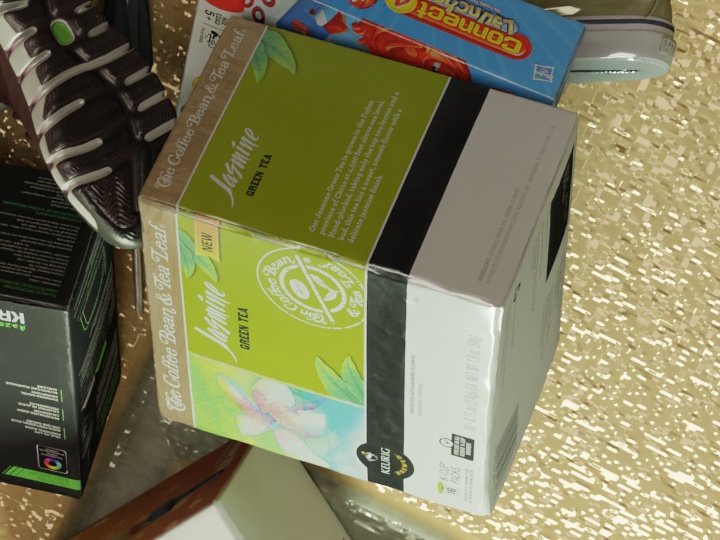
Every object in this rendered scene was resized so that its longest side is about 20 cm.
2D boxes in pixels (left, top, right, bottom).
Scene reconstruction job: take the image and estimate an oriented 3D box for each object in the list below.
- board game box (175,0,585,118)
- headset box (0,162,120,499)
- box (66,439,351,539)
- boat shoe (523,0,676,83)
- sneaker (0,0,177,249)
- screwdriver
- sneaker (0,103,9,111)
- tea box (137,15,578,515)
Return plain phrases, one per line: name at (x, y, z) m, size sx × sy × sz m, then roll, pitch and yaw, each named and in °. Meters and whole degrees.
board game box at (0.002, -0.089, 1.565) m, size 0.195 × 0.056 × 0.200 m, roll 22°, pitch 144°, yaw 4°
headset box at (-0.231, 0.030, 1.634) m, size 0.173 × 0.093 × 0.201 m, roll 12°, pitch 144°, yaw 5°
box at (-0.117, 0.197, 1.670) m, size 0.199 × 0.152 × 0.107 m, roll -32°, pitch 97°, yaw 16°
boat shoe at (0.076, -0.138, 1.594) m, size 0.198 × 0.072 × 0.063 m, roll 2°, pitch 77°, yaw 11°
sneaker at (-0.163, -0.094, 1.565) m, size 0.075 × 0.115 × 0.201 m, roll -23°, pitch 83°, yaw -23°
screwdriver at (-0.128, -0.069, 1.663) m, size 0.029 × 0.028 × 0.202 m, roll 6°, pitch 107°, yaw 39°
sneaker at (-0.198, -0.186, 1.620) m, size 0.081 × 0.074 × 0.202 m, roll -1°, pitch 106°, yaw 15°
tea box at (0.000, 0.000, 1.513) m, size 0.195 × 0.134 × 0.201 m, roll 17°, pitch 145°, yaw 13°
